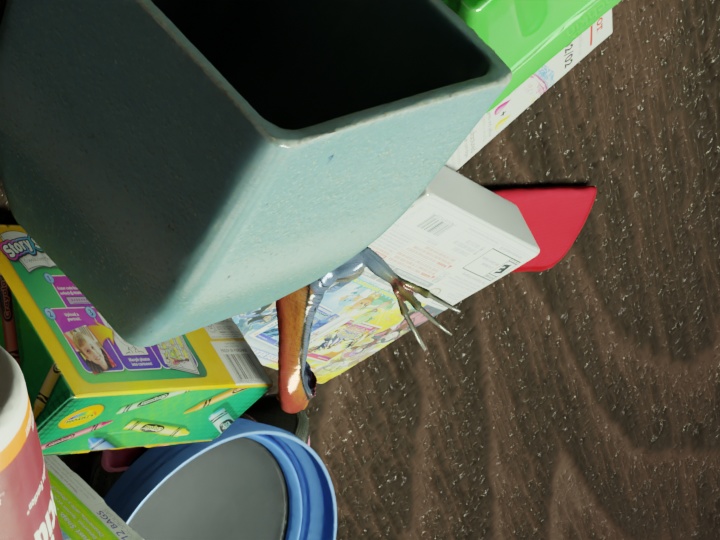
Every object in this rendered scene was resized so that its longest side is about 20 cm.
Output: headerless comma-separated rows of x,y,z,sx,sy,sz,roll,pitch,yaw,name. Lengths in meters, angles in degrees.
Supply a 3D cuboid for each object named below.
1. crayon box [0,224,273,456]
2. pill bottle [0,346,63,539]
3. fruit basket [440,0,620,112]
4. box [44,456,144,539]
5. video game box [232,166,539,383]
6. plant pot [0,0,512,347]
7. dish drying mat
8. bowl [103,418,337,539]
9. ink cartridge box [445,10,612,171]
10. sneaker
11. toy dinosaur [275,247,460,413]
-0.149,0.037,1.583,0.058,0.119,0.200,-43,159,24,crayon box
-0.212,0.141,1.459,0.114,0.114,0.201,-34,135,-30,pill bottle
0.086,-0.194,1.595,0.215,0.156,0.216,-39,165,-12,fruit basket
-0.243,0.187,1.650,0.199,0.112,0.102,-14,137,-50,box
0.000,0.000,1.804,0.182,0.047,0.200,-33,159,15,video game box
-0.082,-0.076,1.482,0.196,0.196,0.200,-19,149,-48,plant pot
0.109,-0.027,2.054,0.200,0.018,0.077,-4,128,-57,dish drying mat
-0.102,0.188,1.812,0.200,0.039,0.202,-22,126,-35,bowl
0.098,-0.167,1.784,0.200,0.068,0.115,-42,155,-17,ink cartridge box
-0.106,0.120,1.847,0.200,0.079,0.096,-29,136,-40,sneaker
-0.041,-0.017,1.638,0.182,0.199,0.105,-66,-166,-12,toy dinosaur
